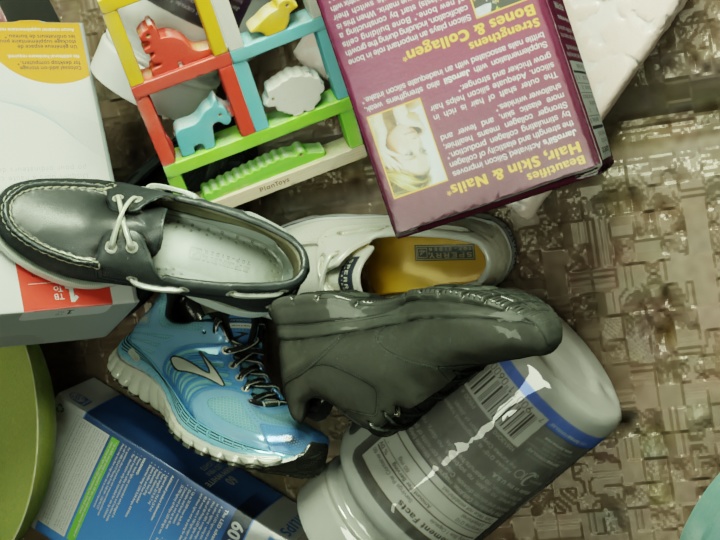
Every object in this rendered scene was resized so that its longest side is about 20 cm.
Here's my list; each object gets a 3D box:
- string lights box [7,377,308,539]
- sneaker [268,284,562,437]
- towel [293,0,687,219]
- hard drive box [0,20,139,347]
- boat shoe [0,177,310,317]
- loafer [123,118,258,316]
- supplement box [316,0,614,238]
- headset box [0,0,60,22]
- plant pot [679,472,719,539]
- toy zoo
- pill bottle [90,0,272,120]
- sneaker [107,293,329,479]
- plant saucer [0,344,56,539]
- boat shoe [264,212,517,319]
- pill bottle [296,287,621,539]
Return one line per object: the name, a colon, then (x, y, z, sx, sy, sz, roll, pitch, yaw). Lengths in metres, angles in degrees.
string lights box: (-0.140, 0.173, 1.109, 0.199, 0.059, 0.103, 30, 107, 12)
sneaker: (0.033, 0.054, 0.934, 0.199, 0.076, 0.091, -5, 85, 39)
towel: (0.082, -0.162, 0.995, 0.200, 0.032, 0.191, 37, 109, 10)
hard drive box: (-0.242, -0.055, 1.007, 0.077, 0.155, 0.201, -37, 63, 56)
boat shoe: (-0.128, -0.022, 0.968, 0.199, 0.060, 0.076, 10, 72, -20)
loafer: (-0.152, -0.029, 1.074, 0.068, 0.070, 0.201, 47, 109, 7)
supplement box: (0.059, -0.136, 0.933, 0.130, 0.103, 0.201, -17, 92, 16)
headset box: (-0.319, -0.200, 1.100, 0.199, 0.077, 0.149, -26, 90, 22)
plant pot: (0.271, 0.176, 0.917, 0.134, 0.200, 0.201, 39, 111, 37)
toy zoo: (-0.081, -0.134, 0.970, 0.131, 0.020, 0.201, -21, 126, -4)
pill bottle: (-0.097, -0.202, 1.006, 0.111, 0.111, 0.201, 31, 107, 11)
sneaker: (-0.091, 0.069, 1.041, 0.200, 0.078, 0.090, 32, 98, 39)
plant saucer: (-0.268, 0.112, 1.117, 0.199, 0.031, 0.201, -3, 86, 49)
boat shoe: (0.000, 0.000, 1.028, 0.199, 0.070, 0.071, -3, 98, 19)
pill bottle: (0.059, 0.115, 1.004, 0.200, 0.114, 0.114, -43, 84, 20)
